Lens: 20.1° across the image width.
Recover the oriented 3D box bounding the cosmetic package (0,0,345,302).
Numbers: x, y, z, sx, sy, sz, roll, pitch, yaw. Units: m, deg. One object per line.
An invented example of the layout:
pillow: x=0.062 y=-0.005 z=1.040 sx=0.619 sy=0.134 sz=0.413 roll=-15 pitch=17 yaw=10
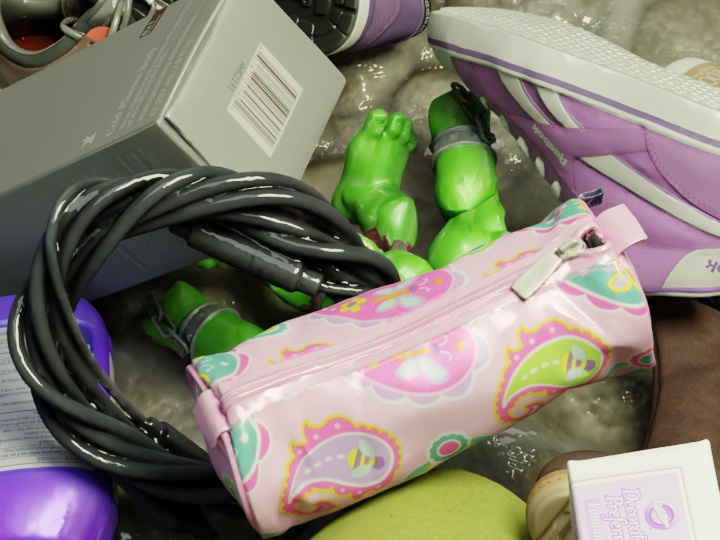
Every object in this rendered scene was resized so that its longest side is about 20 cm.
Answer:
cosmetic package: x=-0.113 y=-0.055 z=0.987 sx=0.199 sy=0.090 sz=0.107 roll=-17 pitch=39 yaw=40

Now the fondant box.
fondant box: x=0.119 y=0.182 z=0.780 sx=0.058 sy=0.201 sz=0.145 roll=-7 pitch=51 yaw=2

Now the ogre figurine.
ogre figurine: x=0.000 y=0.000 z=0.998 sx=0.199 sy=0.099 sz=0.120 roll=-23 pitch=50 yaw=-18

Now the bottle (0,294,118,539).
bottle: x=-0.153 y=0.105 z=0.940 sx=0.083 sy=0.065 sz=0.201 roll=-6 pitch=51 yaw=-2

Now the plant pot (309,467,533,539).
plant pot: x=0.017 y=0.179 z=0.821 sx=0.186 sy=0.188 sz=0.200 roll=11 pitch=35 yaw=10

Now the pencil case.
pencil case: x=0.028 y=0.038 z=0.852 sx=0.199 sy=0.088 sz=0.088 roll=-23 pitch=53 yaw=-5

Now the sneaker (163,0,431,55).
sneaker: x=-0.045 y=-0.168 z=1.167 sx=0.087 sy=0.076 sz=0.200 roll=-5 pitch=28 yaw=-47

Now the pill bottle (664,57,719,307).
pill bottle: x=0.223 y=-0.021 z=0.980 sx=0.199 sy=0.111 sz=0.111 roll=26 pitch=56 yaw=32

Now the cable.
cable: x=-0.060 y=0.034 z=0.903 sx=0.163 sy=0.200 sz=0.051 roll=-35 pitch=24 yaw=11

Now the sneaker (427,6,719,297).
sneaker: x=0.098 y=-0.051 z=0.959 sx=0.072 sy=0.115 sz=0.200 roll=-8 pitch=30 yaw=-46

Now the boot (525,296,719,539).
boot: x=0.141 y=0.078 z=0.907 sx=0.199 sy=0.072 sz=0.167 roll=23 pitch=38 yaw=-30

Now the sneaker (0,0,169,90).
sneaker: x=-0.119 y=-0.114 z=1.103 sx=0.198 sy=0.082 sz=0.077 roll=6 pitch=52 yaw=7
